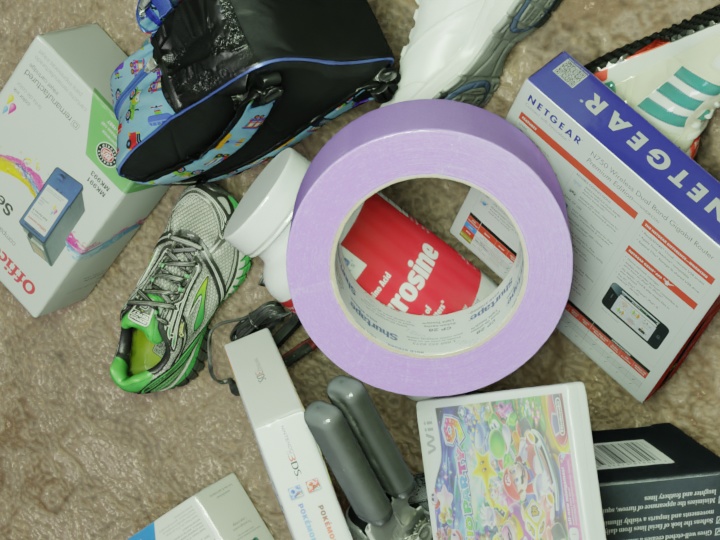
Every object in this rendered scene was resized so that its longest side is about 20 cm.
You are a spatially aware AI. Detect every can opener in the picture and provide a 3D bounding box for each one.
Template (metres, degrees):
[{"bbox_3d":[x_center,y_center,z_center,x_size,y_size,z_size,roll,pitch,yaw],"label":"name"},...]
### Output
[{"bbox_3d":[0.003,0.156,1.433,0.067,0.053,0.201,18,145,43],"label":"can opener"}]

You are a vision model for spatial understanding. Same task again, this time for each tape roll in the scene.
[{"bbox_3d":[0.048,-0.015,1.358,0.198,0.066,0.202,1,113,2],"label":"tape roll"}]

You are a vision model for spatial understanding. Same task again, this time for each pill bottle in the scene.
[{"bbox_3d":[0.000,0.000,1.463,0.199,0.113,0.112,37,119,-14],"label":"pill bottle"}]

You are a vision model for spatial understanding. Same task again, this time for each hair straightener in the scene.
[{"bbox_3d":[-0.060,0.037,1.593,0.200,0.041,0.077,-37,83,34],"label":"hair straightener"}]

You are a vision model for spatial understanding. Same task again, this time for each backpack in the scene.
[{"bbox_3d":[-0.099,-0.148,1.447,0.199,0.182,0.136,-31,76,36],"label":"backpack"}]

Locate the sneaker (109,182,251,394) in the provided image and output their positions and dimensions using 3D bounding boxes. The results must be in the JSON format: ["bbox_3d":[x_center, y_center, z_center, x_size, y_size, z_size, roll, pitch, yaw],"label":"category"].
[{"bbox_3d":[-0.150,0.019,1.604,0.078,0.085,0.202,27,112,20],"label":"sneaker"}]

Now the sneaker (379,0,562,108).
[{"bbox_3d":[0.072,-0.178,1.456,0.087,0.074,0.200,49,113,23],"label":"sneaker"}]

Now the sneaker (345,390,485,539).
[{"bbox_3d":[0.069,0.155,1.508,0.198,0.076,0.115,-8,120,24],"label":"sneaker"}]

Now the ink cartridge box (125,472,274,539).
[{"bbox_3d":[-0.111,0.292,1.658,0.116,0.067,0.201,-34,85,31],"label":"ink cartridge box"}]

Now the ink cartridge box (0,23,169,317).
[{"bbox_3d":[-0.250,-0.083,1.633,0.145,0.087,0.200,46,120,10],"label":"ink cartridge box"}]

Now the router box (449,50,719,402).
[{"bbox_3d":[0.176,-0.028,1.398,0.200,0.049,0.180,43,142,13],"label":"router box"}]

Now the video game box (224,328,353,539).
[{"bbox_3d":[-0.047,0.160,1.505,0.046,0.200,0.184,-19,108,-5],"label":"video game box"}]

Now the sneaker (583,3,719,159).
[{"bbox_3d":[0.237,-0.127,1.377,0.199,0.070,0.094,-20,101,33],"label":"sneaker"}]

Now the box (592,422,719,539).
[{"bbox_3d":[0.180,0.227,1.424,0.107,0.147,0.202,-144,55,-64],"label":"box"}]

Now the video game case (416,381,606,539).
[{"bbox_3d":[0.104,0.157,1.364,0.200,0.018,0.145,-14,83,61],"label":"video game case"}]
